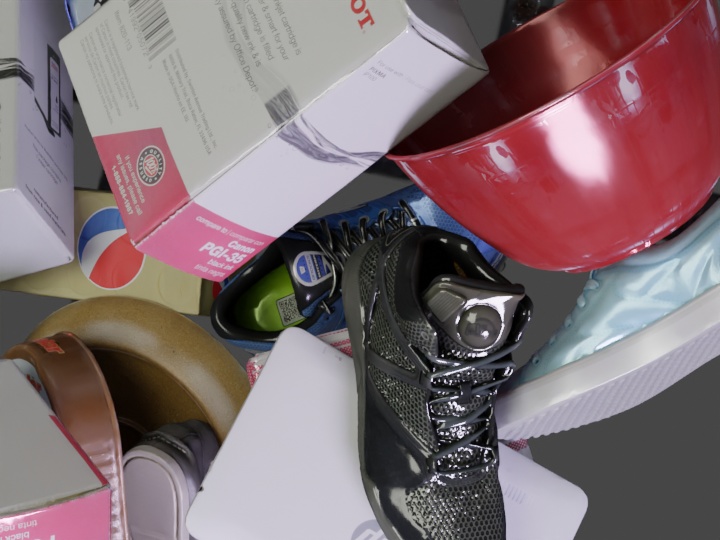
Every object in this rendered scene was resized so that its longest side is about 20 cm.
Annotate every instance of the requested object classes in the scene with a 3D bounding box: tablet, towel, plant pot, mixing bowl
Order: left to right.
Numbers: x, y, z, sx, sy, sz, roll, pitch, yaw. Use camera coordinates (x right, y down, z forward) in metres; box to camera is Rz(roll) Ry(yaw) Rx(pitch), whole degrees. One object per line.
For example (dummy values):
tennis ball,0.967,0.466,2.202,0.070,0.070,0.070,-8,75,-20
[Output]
plant pot,-0.137,0.114,1.665,0.199,0.027,0.201,10,111,25
tablet,0.016,0.133,1.536,0.199,0.014,0.131,30,76,-7
towel,0.028,0.126,1.562,0.146,0.030,0.201,-15,84,-15
mixing bowl,0.122,-0.069,1.491,0.199,0.200,0.109,-24,105,26

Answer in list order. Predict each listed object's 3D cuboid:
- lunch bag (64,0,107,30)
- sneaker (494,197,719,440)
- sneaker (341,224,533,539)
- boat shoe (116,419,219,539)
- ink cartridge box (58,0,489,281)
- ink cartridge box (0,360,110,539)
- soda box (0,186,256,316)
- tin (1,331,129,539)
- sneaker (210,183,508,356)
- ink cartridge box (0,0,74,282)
lunch bag,-0.080,-0.179,1.625,0.199,0.124,0.171,-18,82,19
sneaker,0.146,0.023,1.531,0.199,0.074,0.082,-29,68,16
sneaker,0.047,0.070,1.489,0.114,0.076,0.201,152,112,-66
boat shoe,-0.106,0.180,1.630,0.067,0.057,0.201,19,121,28
ink cartridge box,-0.047,-0.112,1.481,0.200,0.083,0.147,-36,56,22
ink cartridge box,-0.202,0.175,1.545,0.146,0.082,0.201,43,137,49
soda box,-0.163,-0.016,1.697,0.199,0.064,0.068,7,92,28
tin,-0.172,0.136,1.619,0.112,0.042,0.201,17,115,55
sneaker,0.000,0.000,1.594,0.199,0.089,0.079,-30,76,22
ink cartridge box,-0.252,-0.088,1.677,0.145,0.084,0.201,-16,53,14
